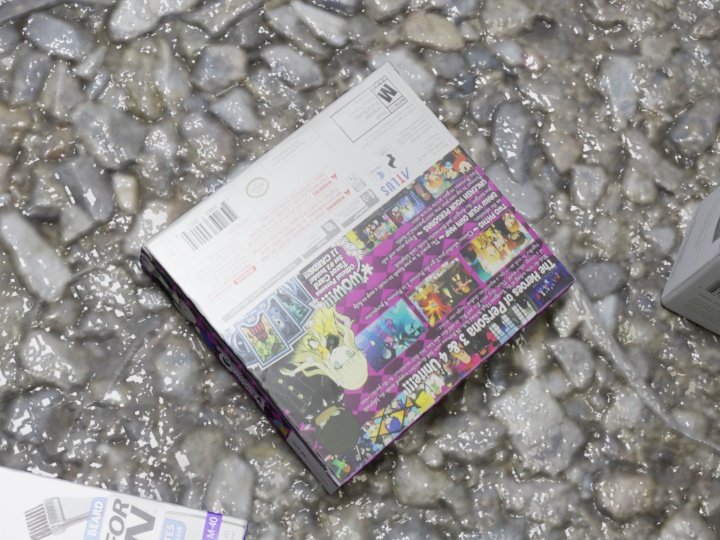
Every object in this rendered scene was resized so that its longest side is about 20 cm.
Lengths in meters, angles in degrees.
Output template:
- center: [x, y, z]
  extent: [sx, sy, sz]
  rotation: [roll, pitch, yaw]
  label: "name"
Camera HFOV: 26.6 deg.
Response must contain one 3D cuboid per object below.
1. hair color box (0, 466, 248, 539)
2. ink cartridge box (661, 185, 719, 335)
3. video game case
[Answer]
- center: [-0.167, 0.168, 0.804]
  extent: [0.198, 0.065, 0.111]
  rotation: [12, 70, -6]
  label: "hair color box"
- center: [0.284, -0.009, 0.888]
  extent: [0.147, 0.200, 0.086]
  rotation: [28, 68, -2]
  label: "ink cartridge box"
- center: [0.000, 0.000, 0.911]
  extent: [0.200, 0.036, 0.182]
  rotation: [-39, 83, -21]
  label: "video game case"
